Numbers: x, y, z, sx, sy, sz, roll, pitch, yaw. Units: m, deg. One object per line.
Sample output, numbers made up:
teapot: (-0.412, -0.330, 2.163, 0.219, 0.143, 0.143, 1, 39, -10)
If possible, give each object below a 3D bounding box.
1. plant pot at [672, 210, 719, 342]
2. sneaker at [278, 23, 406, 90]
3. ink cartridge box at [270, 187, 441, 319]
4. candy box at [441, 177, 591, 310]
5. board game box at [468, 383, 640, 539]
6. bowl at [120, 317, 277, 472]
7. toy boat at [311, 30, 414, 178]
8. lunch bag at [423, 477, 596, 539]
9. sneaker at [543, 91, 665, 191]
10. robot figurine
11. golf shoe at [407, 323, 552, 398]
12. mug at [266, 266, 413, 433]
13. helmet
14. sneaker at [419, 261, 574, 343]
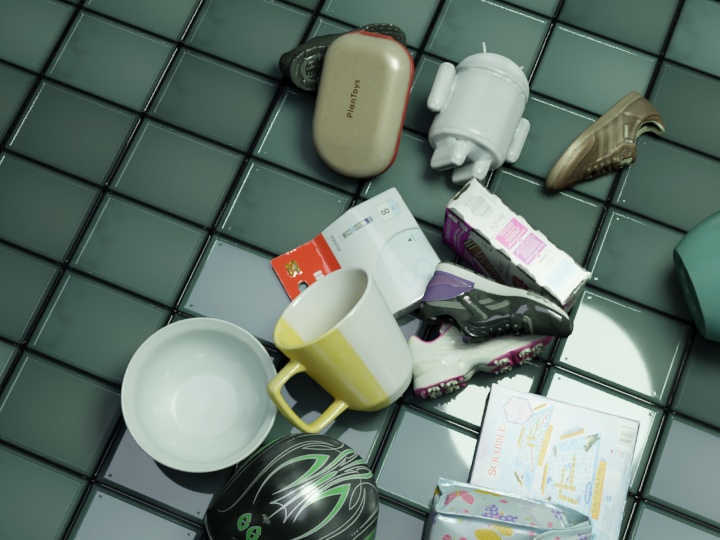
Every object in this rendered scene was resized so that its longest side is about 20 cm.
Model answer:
plant pot: (0.503, 0.005, 1.563, 0.161, 0.201, 0.201, -19, 71, 7)
sneaker: (-0.027, -0.317, 1.728, 0.200, 0.076, 0.091, -16, 26, -25)
ink cartridge box: (0.000, 0.000, 1.633, 0.200, 0.047, 0.160, -27, 74, -12)
candy box: (0.201, -0.018, 1.594, 0.200, 0.136, 0.061, 40, 77, 13)
board game box: (0.242, 0.266, 1.545, 0.199, 0.041, 0.200, 15, 72, 5)
bowl: (-0.202, 0.169, 1.552, 0.201, 0.090, 0.202, 0, 70, -1)
toy boat: (0.013, -0.229, 1.677, 0.130, 0.131, 0.200, 17, 102, 22)
lunch bag: (0.172, 0.359, 1.441, 0.199, 0.127, 0.170, 12, 103, 1)
sneaker: (0.346, -0.169, 1.681, 0.200, 0.070, 0.076, -43, 77, -13)
robot figurine: (0.166, -0.219, 1.675, 0.169, 0.113, 0.200, 33, 70, -28)
golf shoe: (0.154, 0.098, 1.588, 0.200, 0.075, 0.092, -19, 69, -8)
mug: (-0.024, 0.109, 1.543, 0.186, 0.149, 0.153, -33, 115, 9)
helmet: (-0.073, 0.292, 1.468, 0.191, 0.200, 0.200, -38, 74, 5)
sneaker: (0.172, 0.065, 1.548, 0.200, 0.076, 0.088, 19, 70, 22)
